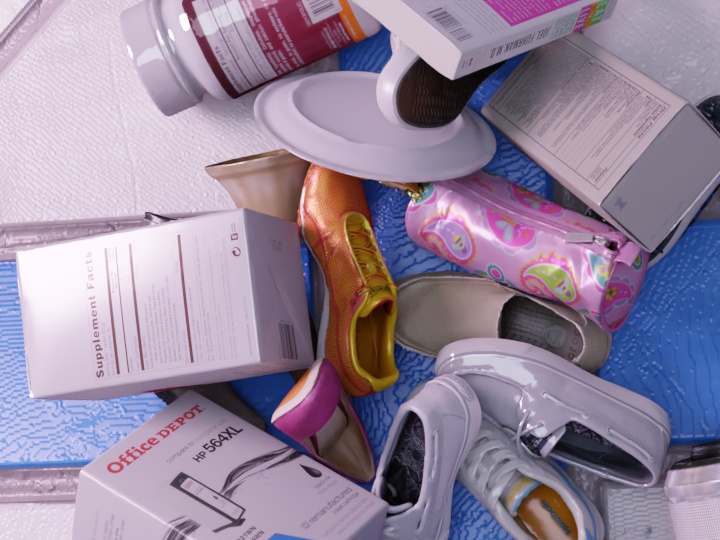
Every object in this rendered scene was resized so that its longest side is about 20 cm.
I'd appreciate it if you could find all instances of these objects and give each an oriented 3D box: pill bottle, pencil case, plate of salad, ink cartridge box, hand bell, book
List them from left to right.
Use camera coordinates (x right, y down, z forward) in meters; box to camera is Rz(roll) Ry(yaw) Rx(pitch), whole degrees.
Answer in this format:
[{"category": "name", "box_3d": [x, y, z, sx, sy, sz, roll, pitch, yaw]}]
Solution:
[{"category": "ink cartridge box", "box_3d": [-0.102, 0.195, 1.303, 0.199, 0.146, 0.085, 27, 125, 22]}, {"category": "pill bottle", "box_3d": [-0.092, -0.212, 1.418, 0.198, 0.114, 0.115, -23, 83, 7]}, {"category": "hand bell", "box_3d": [-0.061, 0.002, 1.424, 0.103, 0.104, 0.203, -10, 96, 8]}, {"category": "plate of salad", "box_3d": [0.011, -0.110, 1.369, 0.198, 0.200, 0.049, 15, 120, 10]}, {"category": "book", "box_3d": [0.097, -0.224, 1.340, 0.134, 0.199, 0.048, 43, 135, 25]}, {"category": "pencil case", "box_3d": [0.135, -0.025, 1.358, 0.199, 0.087, 0.088, 25, 90, 28]}]

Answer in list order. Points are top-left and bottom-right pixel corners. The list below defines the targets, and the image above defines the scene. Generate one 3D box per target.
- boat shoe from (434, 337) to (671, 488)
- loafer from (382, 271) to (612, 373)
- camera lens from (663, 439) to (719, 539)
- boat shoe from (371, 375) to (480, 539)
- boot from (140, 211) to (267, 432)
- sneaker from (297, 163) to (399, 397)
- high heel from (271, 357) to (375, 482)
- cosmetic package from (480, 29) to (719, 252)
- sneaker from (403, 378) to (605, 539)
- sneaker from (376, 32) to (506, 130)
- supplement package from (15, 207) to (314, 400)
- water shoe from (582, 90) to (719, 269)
[{"category": "boat shoe", "box_3d": [0.150, 0.118, 1.343, 0.198, 0.069, 0.072, 25, 134, -8]}, {"category": "loafer", "box_3d": [0.107, 0.041, 1.390, 0.197, 0.068, 0.077, 7, 87, 10]}, {"category": "camera lens", "box_3d": [0.325, 0.223, 1.294, 0.158, 0.160, 0.203, -13, 84, 8]}, {"category": "boat shoe", "box_3d": [0.038, 0.174, 1.341, 0.072, 0.068, 0.201, 44, 132, 26]}, {"category": "boot", "box_3d": [-0.134, 0.047, 1.429, 0.199, 0.068, 0.131, 37, 94, 12]}, {"category": "sneaker", "box_3d": [0.000, 0.000, 1.377, 0.077, 0.072, 0.203, -10, 90, 49]}, {"category": "high heel", "box_3d": [-0.019, 0.128, 1.338, 0.096, 0.200, 0.067, 40, 75, 3]}, {"category": "cosmetic package", "box_3d": [0.188, -0.109, 1.325, 0.104, 0.200, 0.073, -48, 125, 5]}, {"category": "sneaker", "box_3d": [0.116, 0.159, 1.374, 0.200, 0.081, 0.077, 40, 94, 11]}, {"category": "sneaker", "box_3d": [0.048, -0.163, 1.365, 0.084, 0.200, 0.074, 9, 115, 27]}, {"category": "supplement package", "box_3d": [-0.152, 0.031, 1.340, 0.198, 0.121, 0.121, -10, 83, 18]}, {"category": "water shoe", "box_3d": [0.255, -0.064, 1.375, 0.072, 0.079, 0.200, 51, 120, 12]}]
